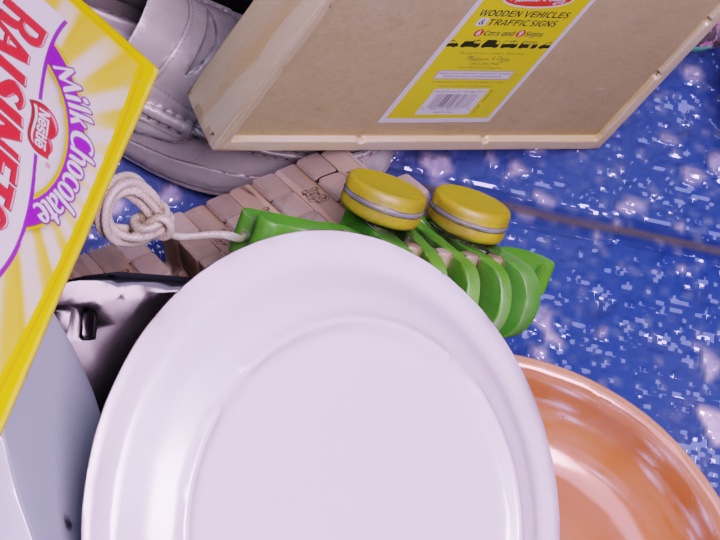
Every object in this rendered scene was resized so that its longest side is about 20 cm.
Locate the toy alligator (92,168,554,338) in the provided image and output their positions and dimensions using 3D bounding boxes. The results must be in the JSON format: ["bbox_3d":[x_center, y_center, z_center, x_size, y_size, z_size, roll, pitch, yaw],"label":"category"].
[{"bbox_3d":[0.000,0.000,0.869,0.199,0.060,0.054,8,20,-36],"label":"toy alligator"}]

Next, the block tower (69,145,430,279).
[{"bbox_3d":[-0.069,0.018,0.907,0.199,0.054,0.058,-23,37,-20],"label":"block tower"}]

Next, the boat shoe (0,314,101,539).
[{"bbox_3d":[-0.126,0.103,0.788,0.090,0.071,0.202,-20,75,21],"label":"boat shoe"}]

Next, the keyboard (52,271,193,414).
[{"bbox_3d":[-0.099,0.100,0.847,0.103,0.040,0.202,5,89,-10],"label":"keyboard"}]

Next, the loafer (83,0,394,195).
[{"bbox_3d":[-0.080,-0.080,0.958,0.199,0.070,0.070,13,60,-3],"label":"loafer"}]

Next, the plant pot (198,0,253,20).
[{"bbox_3d":[-0.029,-0.199,0.974,0.176,0.200,0.201,-2,62,1],"label":"plant pot"}]

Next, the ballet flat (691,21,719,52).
[{"bbox_3d":[0.138,-0.180,1.064,0.071,0.069,0.201,15,63,-23],"label":"ballet flat"}]

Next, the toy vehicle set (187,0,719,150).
[{"bbox_3d":[0.047,-0.092,0.919,0.199,0.124,0.027,-2,57,-39],"label":"toy vehicle set"}]

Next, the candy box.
[{"bbox_3d":[-0.129,-0.036,0.780,0.102,0.026,0.201,43,34,-21],"label":"candy box"}]

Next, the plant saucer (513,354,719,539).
[{"bbox_3d":[0.044,0.126,0.891,0.199,0.038,0.201,4,62,-8],"label":"plant saucer"}]

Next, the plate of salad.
[{"bbox_3d":[-0.013,0.088,0.822,0.199,0.048,0.202,4,84,-38],"label":"plate of salad"}]
